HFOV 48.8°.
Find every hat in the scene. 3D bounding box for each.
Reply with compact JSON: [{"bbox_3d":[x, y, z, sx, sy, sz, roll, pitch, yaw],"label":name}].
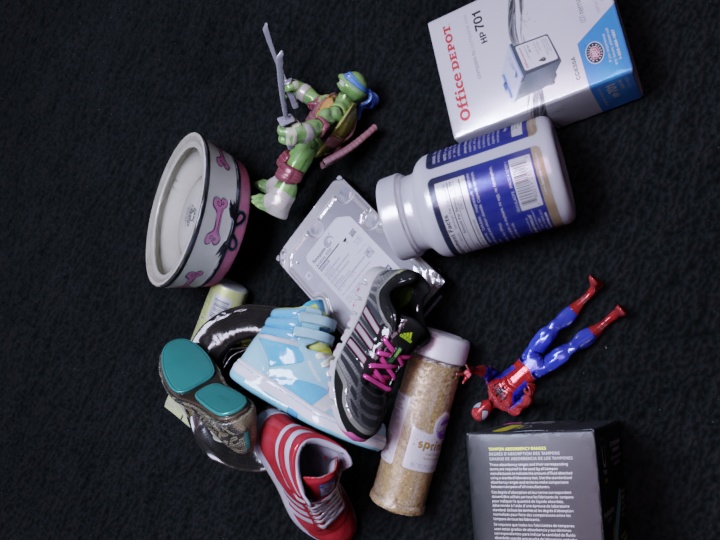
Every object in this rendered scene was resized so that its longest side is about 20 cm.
[{"bbox_3d":[-0.126,0.148,0.985,0.196,0.081,0.205,-2,74,8],"label":"hat"}]

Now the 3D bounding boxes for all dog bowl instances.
[{"bbox_3d":[-0.209,-0.070,1.025,0.199,0.073,0.204,-31,52,49],"label":"dog bowl"}]

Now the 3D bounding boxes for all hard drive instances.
[{"bbox_3d":[0.000,0.000,0.967,0.140,0.038,0.200,-49,64,14],"label":"hard drive"}]

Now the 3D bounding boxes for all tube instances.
[{"bbox_3d":[-0.206,0.110,1.060,0.051,0.058,0.203,19,98,-16],"label":"tube"}]

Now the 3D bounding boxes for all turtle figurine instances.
[{"bbox_3d":[-0.092,-0.179,0.968,0.144,0.198,0.196,47,115,40],"label":"turtle figurine"}]

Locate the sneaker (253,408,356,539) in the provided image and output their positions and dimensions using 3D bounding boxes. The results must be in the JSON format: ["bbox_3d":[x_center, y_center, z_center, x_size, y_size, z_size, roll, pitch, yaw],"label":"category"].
[{"bbox_3d":[-0.041,0.246,0.874,0.071,0.202,0.112,-42,27,-24],"label":"sneaker"}]

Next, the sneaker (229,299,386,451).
[{"bbox_3d":[-0.039,0.109,0.899,0.197,0.080,0.132,26,80,12],"label":"sneaker"}]

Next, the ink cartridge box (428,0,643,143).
[{"bbox_3d":[0.189,-0.232,0.869,0.197,0.086,0.149,-18,76,23],"label":"ink cartridge box"}]

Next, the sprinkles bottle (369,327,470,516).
[{"bbox_3d":[0.067,0.168,0.894,0.067,0.068,0.204,16,92,28],"label":"sprinkles bottle"}]

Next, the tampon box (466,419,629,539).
[{"bbox_3d":[0.188,0.253,0.773,0.124,0.149,0.204,-7,81,26],"label":"tampon box"}]

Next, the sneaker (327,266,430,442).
[{"bbox_3d":[0.027,0.081,0.844,0.087,0.073,0.203,-15,50,47],"label":"sneaker"}]

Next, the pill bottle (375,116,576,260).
[{"bbox_3d":[0.123,-0.082,0.858,0.197,0.115,0.118,-15,77,19],"label":"pill bottle"}]

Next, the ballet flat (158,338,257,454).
[{"bbox_3d":[-0.175,0.150,0.903,0.199,0.067,0.077,29,135,49],"label":"ballet flat"}]

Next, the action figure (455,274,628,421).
[{"bbox_3d":[0.181,0.091,0.830,0.200,0.098,0.066,-47,65,17],"label":"action figure"}]
